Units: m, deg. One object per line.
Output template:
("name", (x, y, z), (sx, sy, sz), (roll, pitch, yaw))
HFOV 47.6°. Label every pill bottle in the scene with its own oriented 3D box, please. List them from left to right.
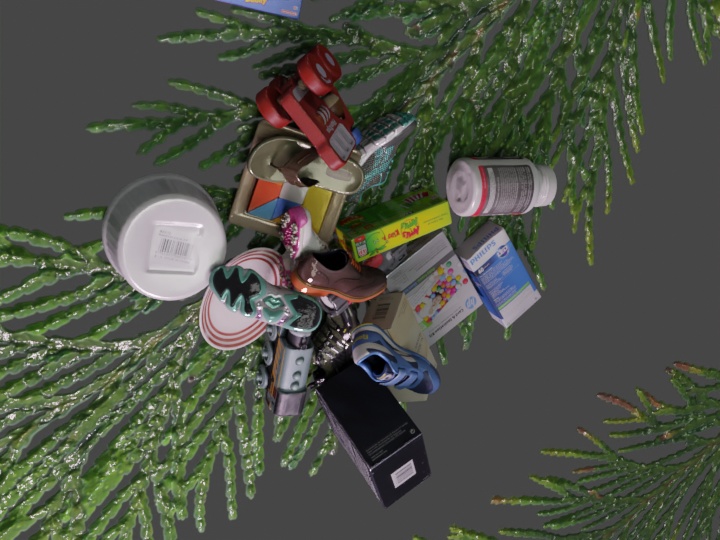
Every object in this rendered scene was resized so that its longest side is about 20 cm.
("pill bottle", (0.274, -0.163, 1.571), (0.198, 0.111, 0.112), (-4, 112, -24))

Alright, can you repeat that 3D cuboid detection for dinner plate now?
("dinner plate", (-0.206, 0.047, 1.443), (0.199, 0.024, 0.202), (-29, 136, -33))

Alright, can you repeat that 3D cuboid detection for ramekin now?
("ramekin", (-0.315, -0.049, 1.336), (0.198, 0.098, 0.203), (-10, 114, -22))

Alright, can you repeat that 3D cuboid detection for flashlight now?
("flashlight", (0.000, 0.000, 1.506), (0.200, 0.068, 0.068), (-44, 153, -26))

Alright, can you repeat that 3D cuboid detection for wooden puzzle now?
("wooden puzzle", (-0.112, -0.139, 1.392), (0.183, 0.037, 0.202), (16, 115, -16))

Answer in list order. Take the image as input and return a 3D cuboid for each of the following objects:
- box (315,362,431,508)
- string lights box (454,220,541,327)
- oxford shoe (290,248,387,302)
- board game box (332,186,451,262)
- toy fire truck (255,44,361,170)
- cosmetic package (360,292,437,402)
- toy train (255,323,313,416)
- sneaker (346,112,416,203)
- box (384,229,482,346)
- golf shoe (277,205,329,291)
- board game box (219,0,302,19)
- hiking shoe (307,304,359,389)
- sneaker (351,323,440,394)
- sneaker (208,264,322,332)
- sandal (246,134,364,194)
("box", (0.027, 0.308, 1.552), (0.123, 0.199, 0.201), (-32, 146, -13))
("string lights box", (0.282, 0.009, 1.674), (0.103, 0.059, 0.201), (-39, 122, -7))
("oxford shoe", (-0.021, 0.005, 1.396), (0.198, 0.071, 0.073), (1, 134, -43))
("board game box", (0.056, -0.087, 1.499), (0.198, 0.102, 0.048), (-22, 118, -16))
("toy fire truck", (-0.065, -0.256, 1.314), (0.112, 0.200, 0.168), (-32, 106, 22))
("cosmetic package", (0.076, 0.151, 1.588), (0.201, 0.072, 0.104), (62, 34, -34))
("toy train", (-0.132, 0.168, 1.494), (0.084, 0.114, 0.202), (1, 118, -28))
("sneaker", (0.027, -0.200, 1.463), (0.199, 0.078, 0.091), (-39, 126, 4))
("box", (0.138, 0.036, 1.626), (0.155, 0.041, 0.201), (-37, 122, -7))
("golf shoe", (-0.092, -0.041, 1.404), (0.091, 0.076, 0.201), (-16, 146, -20))
("board game box", (-0.179, -0.479, 1.261), (0.198, 0.045, 0.136), (5, 107, -28))
("hiking shoe", (-0.059, 0.137, 1.548), (0.100, 0.076, 0.202), (-11, 115, -26))
("sneaker", (0.061, 0.180, 1.490), (0.199, 0.083, 0.074), (33, 123, -19))
("sneaker", (-0.170, 0.053, 1.392), (0.198, 0.140, 0.078), (27, 81, -13))
("sandal", (-0.085, -0.169, 1.336), (0.198, 0.057, 0.081), (9, 111, -13))
